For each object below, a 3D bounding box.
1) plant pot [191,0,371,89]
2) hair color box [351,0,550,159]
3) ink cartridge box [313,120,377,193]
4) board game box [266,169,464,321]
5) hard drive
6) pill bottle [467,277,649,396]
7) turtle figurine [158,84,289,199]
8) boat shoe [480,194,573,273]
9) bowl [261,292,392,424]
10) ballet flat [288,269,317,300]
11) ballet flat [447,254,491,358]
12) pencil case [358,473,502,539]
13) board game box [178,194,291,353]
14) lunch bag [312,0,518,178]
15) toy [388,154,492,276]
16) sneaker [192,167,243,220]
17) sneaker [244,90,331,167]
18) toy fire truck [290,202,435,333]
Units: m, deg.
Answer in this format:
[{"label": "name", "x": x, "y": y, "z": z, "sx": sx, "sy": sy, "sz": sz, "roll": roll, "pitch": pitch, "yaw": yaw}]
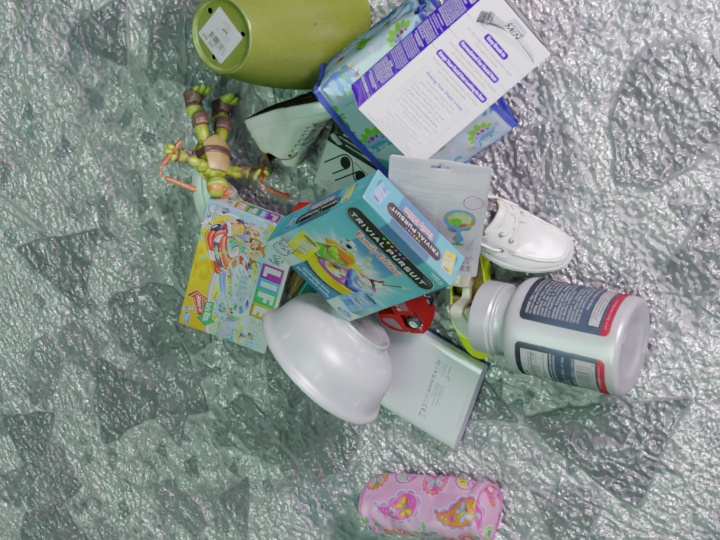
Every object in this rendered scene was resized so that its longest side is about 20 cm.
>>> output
[{"label": "plant pot", "x": -0.115, "y": -0.305, "z": 1.600, "sx": 0.185, "sy": 0.199, "sz": 0.190, "roll": 11, "pitch": 112, "yaw": 29}, {"label": "hair color box", "x": 0.099, "y": -0.224, "z": 1.426, "sx": 0.199, "sy": 0.065, "sz": 0.109, "roll": -38, "pitch": 122, "yaw": 17}, {"label": "ink cartridge box", "x": 0.039, "y": -0.111, "z": 1.659, "sx": 0.199, "sy": 0.044, "sz": 0.095, "roll": 32, "pitch": 121, "yaw": 20}, {"label": "board game box", "x": 0.002, "y": -0.024, "z": 1.515, "sx": 0.151, "sy": 0.047, "sz": 0.199, "roll": 44, "pitch": 144, "yaw": -19}, {"label": "hard drive", "x": 0.067, "y": 0.136, "z": 1.735, "sx": 0.199, "sy": 0.025, "sz": 0.133, "roll": 30, "pitch": 120, "yaw": 22}, {"label": "pill bottle", "x": 0.237, "y": 0.073, "z": 1.546, "sx": 0.198, "sy": 0.119, "sz": 0.121, "roll": 12, "pitch": 112, "yaw": 30}, {"label": "turtle figurine", "x": -0.192, "y": -0.162, "z": 1.741, "sx": 0.064, "sy": 0.198, "sz": 0.163, "roll": -33, "pitch": 57, "yaw": 50}, {"label": "boat shoe", "x": 0.165, "y": -0.053, "z": 1.545, "sx": 0.198, "sy": 0.072, "sz": 0.069, "roll": 17, "pitch": 161, "yaw": 3}, {"label": "bowl", "x": -0.026, "y": 0.095, "z": 1.661, "sx": 0.201, "sy": 0.201, "sz": 0.090, "roll": 47, "pitch": 107, "yaw": 11}, {"label": "ballet flat", "x": -0.041, "y": -0.028, "z": 1.729, "sx": 0.200, "sy": 0.067, "sz": 0.073, "roll": -50, "pitch": 44, "yaw": 44}, {"label": "ballet flat", "x": 0.136, "y": 0.024, "z": 1.628, "sx": 0.066, "sy": 0.067, "sz": 0.203, "roll": 7, "pitch": 109, "yaw": 29}, {"label": "pencil case", "x": 0.095, "y": 0.324, "z": 1.748, "sx": 0.198, "sy": 0.087, "sz": 0.089, "roll": -4, "pitch": 104, "yaw": 35}, {"label": "board game box", "x": -0.167, "y": 0.004, "z": 1.780, "sx": 0.133, "sy": 0.034, "sz": 0.202, "roll": 19, "pitch": 117, "yaw": 3}, {"label": "lunch bag", "x": 0.069, "y": -0.205, "z": 1.541, "sx": 0.169, "sy": 0.128, "sz": 0.200, "roll": -34, "pitch": 109, "yaw": 21}, {"label": "toy", "x": 0.089, "y": -0.072, "z": 1.492, "sx": 0.114, "sy": 0.048, "sz": 0.201, "roll": 7, "pitch": 140, "yaw": 4}, {"label": "sneaker", "x": -0.170, "y": -0.070, "z": 1.801, "sx": 0.088, "sy": 0.075, "sz": 0.202, "roll": -6, "pitch": 112, "yaw": 29}, {"label": "sneaker", "x": -0.073, "y": -0.186, "z": 1.684, "sx": 0.199, "sy": 0.072, "sz": 0.085, "roll": -6, "pitch": 110, "yaw": 56}, {"label": "toy fire truck", "x": 0.000, "y": 0.000, "z": 1.637, "sx": 0.140, "sy": 0.049, "sz": 0.201, "roll": 3, "pitch": 139, "yaw": 36}]
